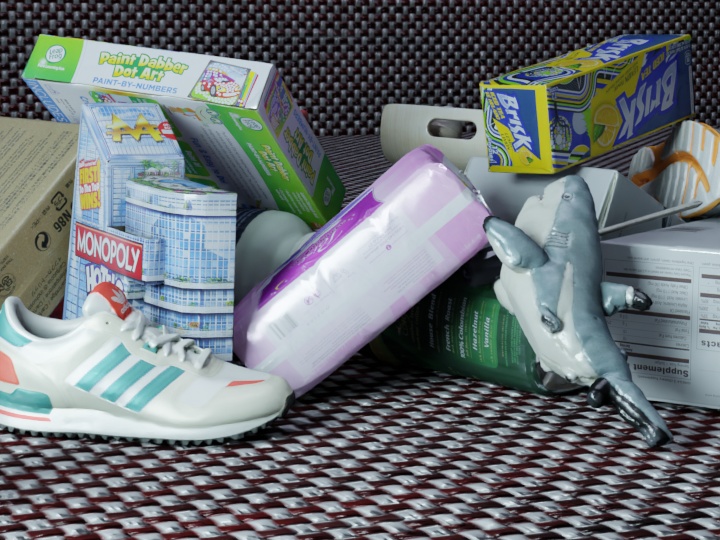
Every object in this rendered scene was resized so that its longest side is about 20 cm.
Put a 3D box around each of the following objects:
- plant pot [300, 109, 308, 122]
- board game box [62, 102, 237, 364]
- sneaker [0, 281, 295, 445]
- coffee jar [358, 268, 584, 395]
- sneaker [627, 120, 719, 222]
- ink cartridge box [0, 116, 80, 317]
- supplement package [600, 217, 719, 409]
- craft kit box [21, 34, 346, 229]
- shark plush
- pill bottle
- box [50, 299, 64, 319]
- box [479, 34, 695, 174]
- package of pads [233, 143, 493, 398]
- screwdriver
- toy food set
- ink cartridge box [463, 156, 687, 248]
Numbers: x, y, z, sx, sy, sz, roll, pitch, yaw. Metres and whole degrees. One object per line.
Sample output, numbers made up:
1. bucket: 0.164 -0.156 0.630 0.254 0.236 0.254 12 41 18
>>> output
1. plant pot: -0.143 -0.058 1.559 0.200 0.177 0.200 0 8 0
2. board game box: -0.152 -0.014 1.209 0.062 0.200 0.200 -3 9 -27
3. sneaker: -0.141 0.056 1.101 0.200 0.093 0.070 2 9 8
4. coffee jar: 0.083 0.034 1.284 0.200 0.085 0.104 8 13 43
5. sneaker: 0.279 -0.074 1.405 0.077 0.078 0.200 13 -1 -9
6. ink cartridge box: -0.286 -0.022 1.317 0.165 0.075 0.200 9 54 41
7. supplement package: 0.283 0.028 1.247 0.156 0.111 0.200 5 9 35
8. craft kit box: -0.131 -0.104 1.342 0.197 0.049 0.200 13 -21 21
9. shark plush: 0.147 0.022 1.115 0.083 0.091 0.200 -22 45 -5
10. pill bottle: -0.100 0.005 1.376 0.200 0.111 0.111 5 10 30
11. box: -0.294 -0.010 1.512 0.103 0.095 0.200 2 9 12
12. box: 0.178 -0.131 1.330 0.064 0.070 0.200 7 21 41
13. package of pads: 0.000 0.000 1.213 0.200 0.076 0.121 -40 8 5
14. screwdriver: 0.160 -0.028 1.235 0.200 0.029 0.028 -21 21 -19
15. toy food set: 0.125 -0.087 1.467 0.143 0.060 0.200 8 -14 37
16. ink cartridge box: 0.181 -0.013 1.367 0.147 0.083 0.200 10 -13 41
